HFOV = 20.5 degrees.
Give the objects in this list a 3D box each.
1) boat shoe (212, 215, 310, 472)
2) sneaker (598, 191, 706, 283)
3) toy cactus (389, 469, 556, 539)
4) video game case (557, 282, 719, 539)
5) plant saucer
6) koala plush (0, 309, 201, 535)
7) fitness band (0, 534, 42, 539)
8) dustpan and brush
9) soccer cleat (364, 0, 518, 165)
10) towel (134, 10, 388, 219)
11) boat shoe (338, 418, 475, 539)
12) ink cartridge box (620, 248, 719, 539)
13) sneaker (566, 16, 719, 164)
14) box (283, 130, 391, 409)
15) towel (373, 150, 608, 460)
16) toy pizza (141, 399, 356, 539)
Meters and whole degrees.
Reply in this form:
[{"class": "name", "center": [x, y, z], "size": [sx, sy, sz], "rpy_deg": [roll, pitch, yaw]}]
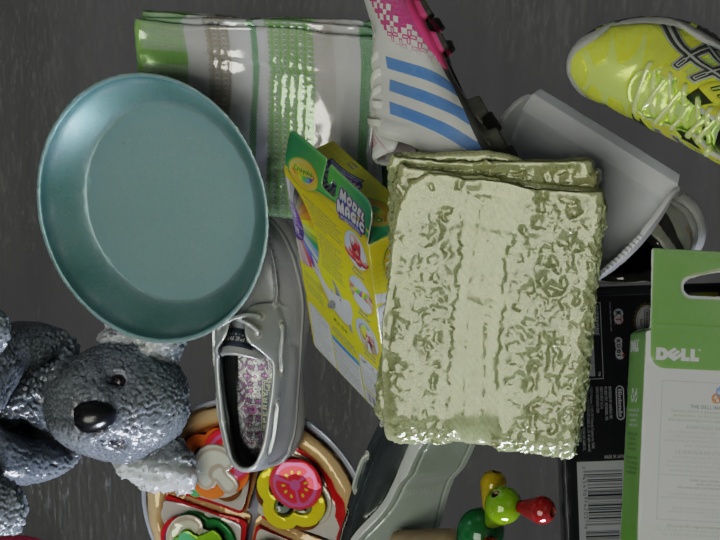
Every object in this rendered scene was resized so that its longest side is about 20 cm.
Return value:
[{"class": "boat shoe", "center": [-0.082, 0.053, 1.495], "size": [0.071, 0.068, 0.202], "rpy_deg": [8, 102, 18]}, {"class": "sneaker", "center": [0.137, -0.032, 1.386], "size": [0.199, 0.080, 0.074], "rpy_deg": [5, 112, 20]}, {"class": "toy cactus", "center": [0.101, 0.208, 1.456], "size": [0.164, 0.103, 0.200], "rpy_deg": [6, 154, 24]}, {"class": "video game case", "center": [0.224, 0.110, 1.360], "size": [0.179, 0.026, 0.202], "rpy_deg": [-2, 86, -3]}, {"class": "plant saucer", "center": [-0.147, -0.048, 1.466], "size": [0.199, 0.036, 0.202], "rpy_deg": [7, 105, 25]}, {"class": "koala plush", "center": [-0.223, 0.101, 1.542], "size": [0.198, 0.184, 0.179], "rpy_deg": [-5, 94, 1]}, {"class": "fitness band", "center": [-0.271, 0.318, 1.689], "size": [0.143, 0.037, 0.201], "rpy_deg": [-32, 97, 27]}, {"class": "dustpan and brush", "center": [0.109, -0.007, 1.333], "size": [0.139, 0.057, 0.201], "rpy_deg": [35, 108, 31]}, {"class": "soccer cleat", "center": [0.030, -0.124, 1.350], "size": [0.086, 0.070, 0.201], "rpy_deg": [-31, 62, 8]}, {"class": "towel", "center": [-0.074, -0.112, 1.454], "size": [0.199, 0.031, 0.150], "rpy_deg": [6, 104, 19]}, {"class": "boat shoe", "center": [0.028, 0.162, 1.509], "size": [0.201, 0.075, 0.060], "rpy_deg": [-60, 43, 30]}, {"class": "ink cartridge box", "center": [0.232, 0.089, 1.318], "size": [0.103, 0.059, 0.202], "rpy_deg": [3, 86, -3]}, {"class": "sneaker", "center": [0.230, -0.113, 1.322], "size": [0.199, 0.076, 0.076], "rpy_deg": [19, 116, 14]}, {"class": "box", "center": [0.000, 0.000, 1.398], "size": [0.117, 0.048, 0.201], "rpy_deg": [44, 154, 42]}, {"class": "towel", "center": [0.085, 0.022, 1.296], "size": [0.147, 0.036, 0.202], "rpy_deg": [5, 103, 12]}, {"class": "toy pizza", "center": [-0.087, 0.197, 1.579], "size": [0.199, 0.032, 0.202], "rpy_deg": [7, 111, 18]}]
